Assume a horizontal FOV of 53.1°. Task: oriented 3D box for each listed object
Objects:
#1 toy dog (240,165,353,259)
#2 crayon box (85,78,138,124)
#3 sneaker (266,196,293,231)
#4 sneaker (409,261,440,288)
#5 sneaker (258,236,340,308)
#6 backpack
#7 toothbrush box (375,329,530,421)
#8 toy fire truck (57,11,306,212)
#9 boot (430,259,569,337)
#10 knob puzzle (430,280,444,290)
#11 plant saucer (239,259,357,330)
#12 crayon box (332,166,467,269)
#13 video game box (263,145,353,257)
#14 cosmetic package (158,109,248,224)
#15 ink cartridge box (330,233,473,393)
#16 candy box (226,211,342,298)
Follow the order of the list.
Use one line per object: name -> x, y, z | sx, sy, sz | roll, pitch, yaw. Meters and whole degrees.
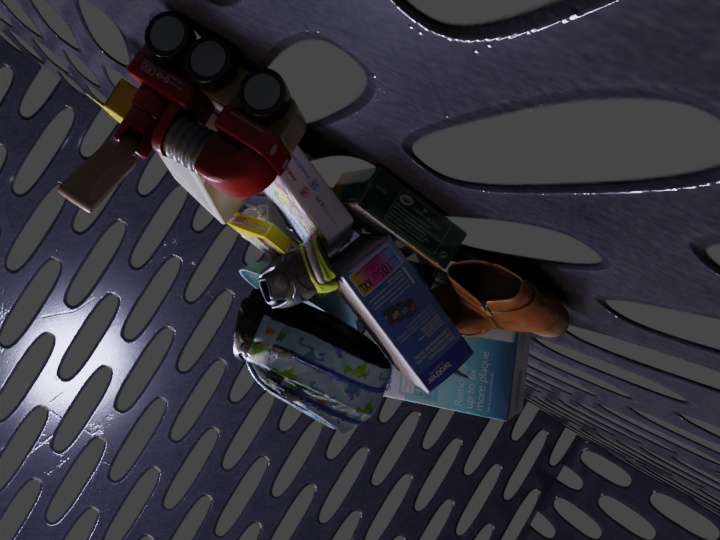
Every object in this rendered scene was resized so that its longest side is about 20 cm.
toy dog -> -0.082, -0.086, 1.036 | 0.196, 0.134, 0.096 | 13, -172, -7
crayon box -> -0.295, -0.209, 1.066 | 0.198, 0.051, 0.127 | 33, 176, -1
sneaker -> -0.084, -0.095, 1.159 | 0.076, 0.085, 0.199 | 30, 174, 43
sneaker -> 0.074, -0.017, 0.968 | 0.078, 0.067, 0.200 | 31, 177, 3
sneaker -> -0.081, 0.007, 0.844 | 0.200, 0.080, 0.075 | 138, 110, -79
backpack -> -0.057, 0.115, 0.923 | 0.196, 0.157, 0.163 | 11, 178, 3
toothbrush box -> 0.123, 0.108, 0.977 | 0.197, 0.149, 0.085 | 8, 180, 28
toy fire truck -> -0.173, -0.123, 0.693 | 0.174, 0.202, 0.129 | 32, 177, 10
boot -> 0.131, 0.027, 0.831 | 0.197, 0.075, 0.154 | 1, 164, 35
knob puzzle -> 0.144, 0.049, 1.159 | 0.216, 0.031, 0.220 | 23, -175, -2
plant saucer -> -0.082, 0.037, 1.044 | 0.198, 0.036, 0.200 | 29, 168, 7
crayon box -> 0.031, -0.064, 0.860 | 0.125, 0.052, 0.200 | 35, 175, -16
video game box -> -0.085, -0.102, 0.879 | 0.183, 0.046, 0.200 | 55, 171, 2
cosmetic package -> -0.198, -0.144, 0.895 | 0.105, 0.071, 0.200 | 42, 169, 8
ink cartridge box -> 0.049, 0.058, 0.851 | 0.201, 0.076, 0.136 | 55, 172, -11
candy box -> -0.093, -0.013, 1.020 | 0.102, 0.027, 0.200 | 23, 165, 49
